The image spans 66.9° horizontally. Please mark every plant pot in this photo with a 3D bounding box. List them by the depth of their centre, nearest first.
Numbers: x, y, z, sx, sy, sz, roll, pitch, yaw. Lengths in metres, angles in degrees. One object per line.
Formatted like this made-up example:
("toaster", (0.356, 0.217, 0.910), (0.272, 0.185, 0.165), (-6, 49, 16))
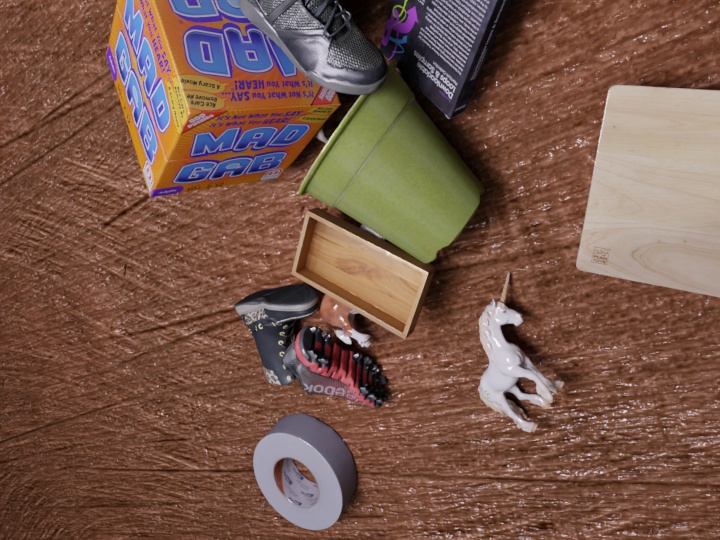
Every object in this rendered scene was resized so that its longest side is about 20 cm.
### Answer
("plant pot", (0.051, -0.116, 0.688), (0.189, 0.201, 0.201), (39, 123, -5))

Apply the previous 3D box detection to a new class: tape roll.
("tape roll", (-0.104, 0.375, 1.018), (0.194, 0.066, 0.208), (10, 112, 25))

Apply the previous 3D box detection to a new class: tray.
("tray", (0.000, 0.000, 0.759), (0.196, 0.037, 0.101), (28, 115, 21))

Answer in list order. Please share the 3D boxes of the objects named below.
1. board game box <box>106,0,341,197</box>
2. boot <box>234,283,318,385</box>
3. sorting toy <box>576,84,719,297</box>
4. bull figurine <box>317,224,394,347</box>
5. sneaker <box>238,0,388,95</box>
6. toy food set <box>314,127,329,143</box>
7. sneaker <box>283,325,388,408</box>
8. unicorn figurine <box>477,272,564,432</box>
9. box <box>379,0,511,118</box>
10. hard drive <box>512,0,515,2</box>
("board game box", (-0.178, -0.240, 0.683), (0.198, 0.195, 0.206), (-31, 78, 52))
("boot", (-0.121, 0.110, 0.915), (0.199, 0.073, 0.159), (-6, 108, 45))
("sorting toy", (0.354, -0.088, 0.588), (0.194, 0.069, 0.206), (13, 114, 24))
("bull figurine", (0.007, 0.026, 0.819), (0.122, 0.064, 0.201), (49, 126, 17))
("sneaker", (-0.048, -0.271, 0.556), (0.199, 0.076, 0.115), (44, 157, 7))
("toy food set", (-0.066, -0.288, 0.735), (0.142, 0.059, 0.206), (36, 129, 40))
("sneaker", (-0.043, 0.165, 0.869), (0.198, 0.072, 0.097), (36, 130, -28))
("unicorn figurine", (0.207, 0.133, 0.747), (0.136, 0.073, 0.205), (35, 128, 25))
("box", (0.096, -0.298, 0.608), (0.144, 0.035, 0.203), (50, 145, 22))
("hard drive", (0.107, -0.386, 0.590), (0.138, 0.032, 0.207), (11, 121, 52))
